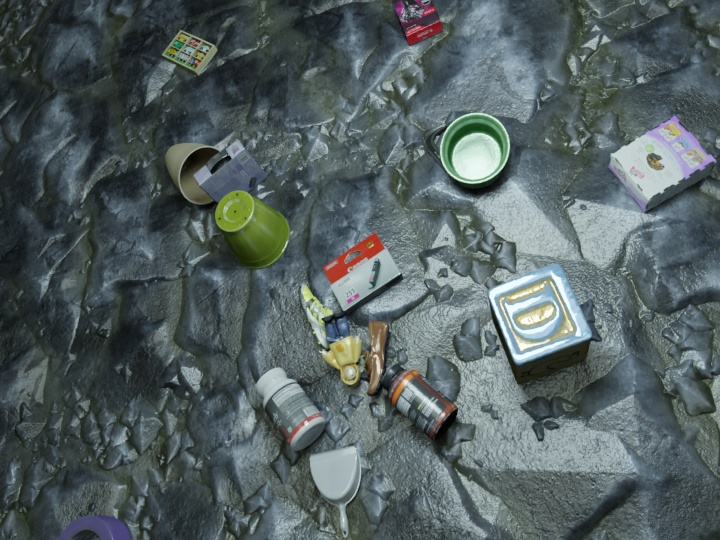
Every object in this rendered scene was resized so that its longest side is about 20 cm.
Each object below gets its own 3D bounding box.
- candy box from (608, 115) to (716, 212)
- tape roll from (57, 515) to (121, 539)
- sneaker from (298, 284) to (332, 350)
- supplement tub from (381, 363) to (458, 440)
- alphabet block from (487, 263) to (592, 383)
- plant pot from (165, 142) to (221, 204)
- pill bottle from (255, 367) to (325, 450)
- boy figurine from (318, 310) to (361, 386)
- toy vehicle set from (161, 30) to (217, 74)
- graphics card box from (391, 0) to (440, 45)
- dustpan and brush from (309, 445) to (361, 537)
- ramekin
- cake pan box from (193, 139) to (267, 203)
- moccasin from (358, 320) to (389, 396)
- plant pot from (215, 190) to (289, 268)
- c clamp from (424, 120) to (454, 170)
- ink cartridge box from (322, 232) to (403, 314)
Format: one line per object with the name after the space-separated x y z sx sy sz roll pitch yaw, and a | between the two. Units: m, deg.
0.788 -0.280 1.584 0.197 0.072 0.170 -29 64 3 | candy box
-0.726 0.775 1.628 0.194 0.085 0.206 -6 68 14 | tape roll
-0.117 0.126 1.711 0.075 0.076 0.203 -27 74 -4 | sneaker
0.145 0.325 1.524 0.199 0.107 0.107 39 83 26 | supplement tub
0.430 0.134 1.459 0.191 0.200 0.201 -20 64 9 | alphabet block
-0.559 -0.344 1.985 0.198 0.188 0.189 32 80 40 | plant pot
-0.190 0.366 1.607 0.116 0.116 0.200 -42 62 -3 | pill bottle
-0.052 0.217 1.623 0.121 0.064 0.206 -15 84 4 | boy figurine
-0.646 -0.824 2.273 0.197 0.027 0.126 30 80 25 | toy vehicle set
0.186 -0.865 2.017 0.122 0.051 0.205 -20 64 9 | graphics card box
-0.054 0.566 1.526 0.136 0.057 0.205 -15 59 13 | dustpan and brush
0.328 -0.333 1.715 0.194 0.098 0.207 -2 81 15 | ramekin
-0.407 -0.298 1.892 0.183 0.200 0.053 -40 67 0 | cake pan box
0.033 0.232 1.607 0.075 0.074 0.207 5 70 3 | moccasin
-0.338 -0.137 1.810 0.194 0.193 0.206 -6 67 14 | plant pot
0.294 -0.378 1.806 0.171 0.027 0.200 -44 65 2 | c clamp
0.000 0.000 1.735 0.197 0.044 0.176 -33 65 3 | ink cartridge box
